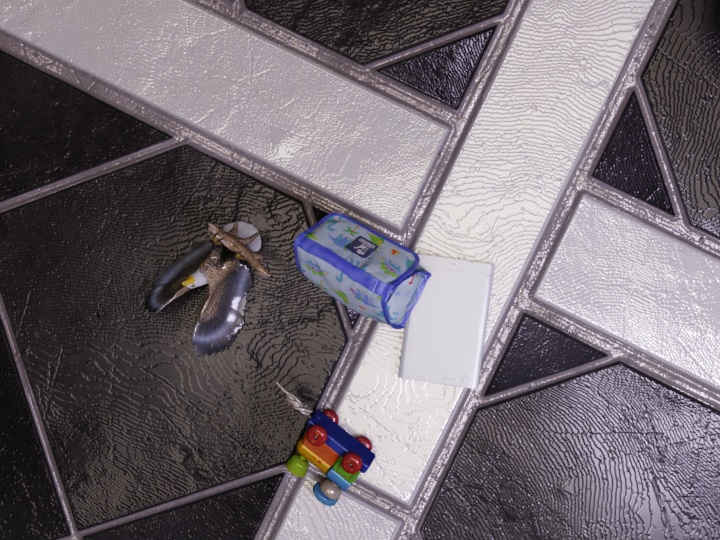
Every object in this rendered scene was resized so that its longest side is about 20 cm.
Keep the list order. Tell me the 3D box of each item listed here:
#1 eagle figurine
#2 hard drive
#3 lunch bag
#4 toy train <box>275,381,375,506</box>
[{"bbox_3d":[-0.246,0.016,1.558,0.201,0.150,0.153,-55,40,34],"label":"eagle figurine"},{"bbox_3d":[0.138,0.081,1.550,0.130,0.026,0.203,8,92,6],"label":"hard drive"},{"bbox_3d":[0.000,0.000,1.464,0.169,0.200,0.128,29,95,17],"label":"lunch bag"},{"bbox_3d":[-0.085,0.282,1.559,0.199,0.085,0.116,37,109,4],"label":"toy train"}]
